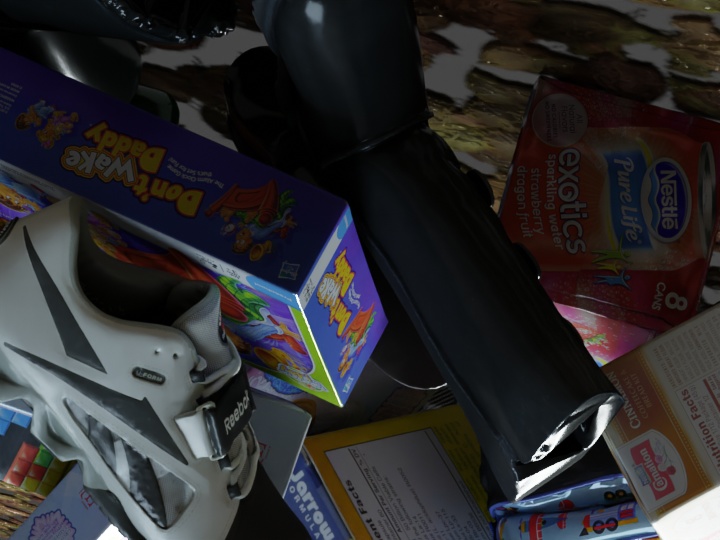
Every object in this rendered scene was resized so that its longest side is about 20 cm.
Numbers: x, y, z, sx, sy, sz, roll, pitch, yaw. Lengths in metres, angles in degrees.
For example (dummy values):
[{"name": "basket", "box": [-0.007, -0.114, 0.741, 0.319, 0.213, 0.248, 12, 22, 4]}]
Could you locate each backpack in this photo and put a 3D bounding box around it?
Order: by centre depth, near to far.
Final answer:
[{"name": "backpack", "box": [0.173, 0.108, 1.410, 0.182, 0.135, 0.200, -14, 152, 25]}]

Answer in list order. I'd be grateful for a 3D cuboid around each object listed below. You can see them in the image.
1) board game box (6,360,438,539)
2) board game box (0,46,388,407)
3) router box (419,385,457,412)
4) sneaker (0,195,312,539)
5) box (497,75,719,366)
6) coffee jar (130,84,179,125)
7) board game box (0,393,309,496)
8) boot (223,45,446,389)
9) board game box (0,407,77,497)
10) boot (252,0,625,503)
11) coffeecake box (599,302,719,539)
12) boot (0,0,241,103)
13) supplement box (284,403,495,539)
[{"name": "board game box", "box": [-0.065, 0.099, 1.444, 0.041, 0.200, 0.200, 48, -167, 25]}, {"name": "board game box", "box": [-0.092, -0.023, 1.120, 0.199, 0.045, 0.135, 24, 163, 17]}, {"name": "router box", "box": [0.060, 0.132, 1.679, 0.051, 0.150, 0.200, 20, 166, -11]}, {"name": "sneaker", "box": [-0.074, 0.053, 1.071, 0.088, 0.074, 0.200, -37, 113, 20]}, {"name": "box", "box": [0.107, -0.002, 1.228, 0.095, 0.100, 0.200, 15, 165, 4]}, {"name": "coffee jar", "box": [-0.189, -0.058, 1.255, 0.199, 0.105, 0.085, 15, 149, -17]}, {"name": "board game box", "box": [-0.126, 0.050, 1.231, 0.199, 0.041, 0.200, 19, 177, -2]}, {"name": "boot", "box": [0.000, 0.000, 1.285, 0.064, 0.187, 0.200, -27, 162, -6]}, {"name": "board game box", "box": [-0.179, 0.003, 1.376, 0.164, 0.201, 0.057, 21, -161, -21]}, {"name": "boot", "box": [0.032, -0.021, 1.054, 0.065, 0.201, 0.165, -26, 162, -5]}, {"name": "coffeecake box", "box": [0.206, 0.050, 1.144, 0.199, 0.073, 0.154, -28, 157, 5]}, {"name": "boot", "box": [-0.116, -0.115, 1.108, 0.162, 0.074, 0.198, 7, 157, 42]}, {"name": "supplement box", "box": [0.026, 0.149, 1.457, 0.199, 0.109, 0.110, -8, 150, -49]}]
